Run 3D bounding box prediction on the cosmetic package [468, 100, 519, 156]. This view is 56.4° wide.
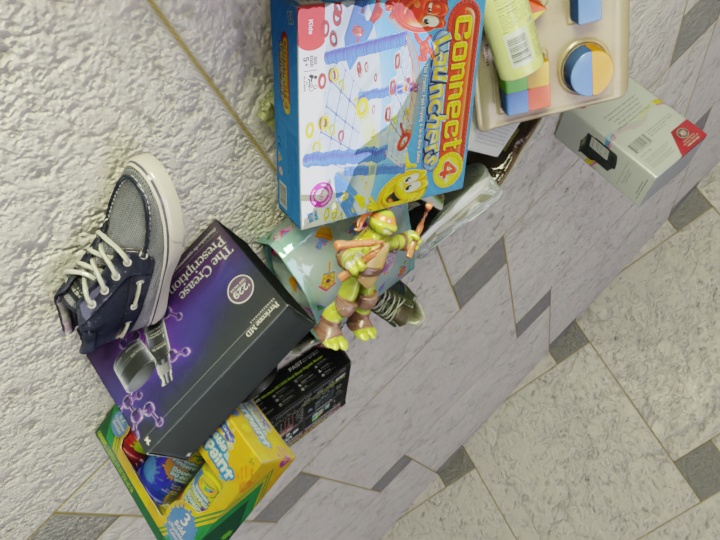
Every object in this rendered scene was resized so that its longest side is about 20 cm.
[{"bbox_3d":[0.185,-0.253,0.853,0.100,0.071,0.202,-3,131,-54],"label":"cosmetic package"}]

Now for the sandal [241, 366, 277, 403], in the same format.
[{"bbox_3d":[-0.116,0.099,0.807,0.074,0.201,0.045,-35,114,13],"label":"sandal"}]

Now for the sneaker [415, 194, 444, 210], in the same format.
[{"bbox_3d":[0.078,-0.139,0.870,0.090,0.076,0.200,-65,159,0],"label":"sneaker"}]

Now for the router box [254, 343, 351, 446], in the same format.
[{"bbox_3d":[-0.109,0.218,1.099,0.198,0.062,0.151,-32,151,-28],"label":"router box"}]

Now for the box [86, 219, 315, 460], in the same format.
[{"bbox_3d":[-0.167,0.073,0.704,0.200,0.141,0.079,-46,155,0],"label":"box"}]

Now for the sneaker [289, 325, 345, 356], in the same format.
[{"bbox_3d":[-0.042,0.056,0.916,0.199,0.086,0.076,-37,125,-22],"label":"sneaker"}]

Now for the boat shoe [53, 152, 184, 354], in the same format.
[{"bbox_3d":[-0.216,-0.005,0.590,0.092,0.074,0.202,-33,153,-41],"label":"boat shoe"}]

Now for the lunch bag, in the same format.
[{"bbox_3d":[-0.026,-0.032,0.793,0.169,0.122,0.201,-38,156,-13],"label":"lunch bag"}]

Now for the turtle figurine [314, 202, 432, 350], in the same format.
[{"bbox_3d":[0.000,0.000,0.695,0.199,0.064,0.164,-28,142,-60],"label":"turtle figurine"}]

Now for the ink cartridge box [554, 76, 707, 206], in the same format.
[{"bbox_3d":[0.461,-0.234,1.160,0.145,0.200,0.083,-35,156,-19],"label":"ink cartridge box"}]

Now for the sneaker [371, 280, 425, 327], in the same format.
[{"bbox_3d":[0.046,0.044,1.052,0.067,0.090,0.199,-48,155,9],"label":"sneaker"}]

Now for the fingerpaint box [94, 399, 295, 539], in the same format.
[{"bbox_3d":[-0.197,0.200,0.777,0.168,0.200,0.073,-50,153,12],"label":"fingerpaint box"}]

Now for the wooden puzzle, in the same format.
[{"bbox_3d":[0.219,-0.262,0.759,0.195,0.047,0.188,-15,123,-1],"label":"wooden puzzle"}]

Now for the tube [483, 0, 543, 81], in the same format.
[{"bbox_3d":[0.137,-0.295,0.678,0.202,0.051,0.059,63,30,-32],"label":"tube"}]

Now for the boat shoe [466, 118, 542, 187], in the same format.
[{"bbox_3d":[0.210,-0.174,1.021,0.201,0.072,0.076,-49,170,10],"label":"boat shoe"}]

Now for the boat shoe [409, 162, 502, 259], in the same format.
[{"bbox_3d":[0.116,-0.068,0.977,0.201,0.075,0.065,-42,122,10],"label":"boat shoe"}]

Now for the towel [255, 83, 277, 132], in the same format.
[{"bbox_3d":[-0.008,-0.195,0.680,0.200,0.036,0.148,-46,154,0],"label":"towel"}]

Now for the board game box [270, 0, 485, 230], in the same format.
[{"bbox_3d":[0.016,-0.158,0.631,0.192,0.056,0.204,-17,127,-26],"label":"board game box"}]
